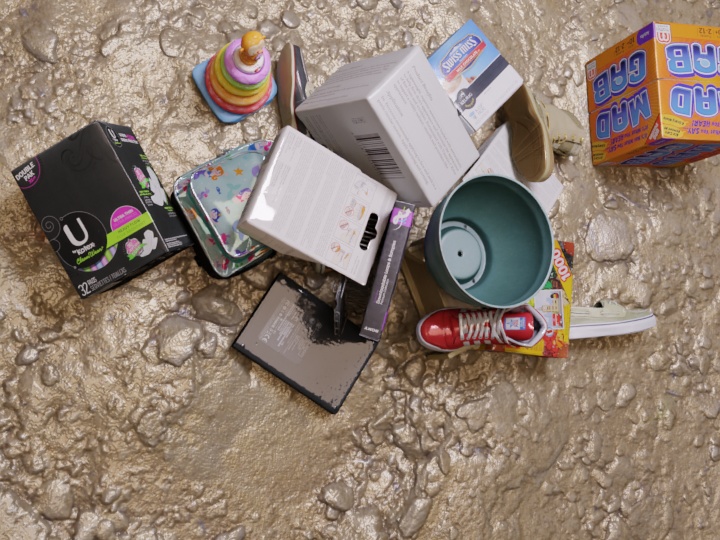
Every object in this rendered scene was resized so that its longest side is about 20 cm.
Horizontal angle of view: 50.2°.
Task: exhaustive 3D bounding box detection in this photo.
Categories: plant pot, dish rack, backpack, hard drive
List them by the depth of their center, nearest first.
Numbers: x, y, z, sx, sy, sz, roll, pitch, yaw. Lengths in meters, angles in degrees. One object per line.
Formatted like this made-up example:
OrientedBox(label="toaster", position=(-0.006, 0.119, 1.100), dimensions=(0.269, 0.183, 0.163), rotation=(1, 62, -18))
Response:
OrientedBox(label="backpack", position=(-0.169, -0.101, 1.167), dimensions=(0.199, 0.150, 0.179), rotation=(-29, 92, -23))
OrientedBox(label="plant pot", position=(0.178, -0.035, 1.189), dimensions=(0.199, 0.134, 0.202), rotation=(4, 80, -23))
OrientedBox(label="dish rack", position=(0.000, 0.000, 1.189), dimensions=(0.054, 0.154, 0.201), rotation=(12, 63, 7))
OrientedBox(label="hard drive", position=(-0.085, 0.117, 1.225), dimensions=(0.199, 0.033, 0.140), rotation=(36, 75, -11))

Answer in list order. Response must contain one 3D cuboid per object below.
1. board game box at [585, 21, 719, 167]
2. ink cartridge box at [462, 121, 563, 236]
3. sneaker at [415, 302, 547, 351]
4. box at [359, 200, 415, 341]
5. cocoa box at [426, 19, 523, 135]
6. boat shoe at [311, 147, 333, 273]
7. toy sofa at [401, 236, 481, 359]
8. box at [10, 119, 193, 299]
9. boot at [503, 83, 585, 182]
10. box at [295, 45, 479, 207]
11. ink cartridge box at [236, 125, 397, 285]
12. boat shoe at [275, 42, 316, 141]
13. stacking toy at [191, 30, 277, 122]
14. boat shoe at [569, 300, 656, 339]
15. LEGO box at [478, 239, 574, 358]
OrientedBox(label="board game box", position=(0.553, -0.308, 1.388), dimensions=(0.198, 0.200, 0.202), rotation=(-1, 85, -17))
OrientedBox(label="ink cartridge box", position=(0.255, -0.141, 1.319), dimensions=(0.162, 0.050, 0.200), rotation=(47, 52, -9))
OrientedBox(label="sneaker", position=(0.193, 0.088, 1.190), dimensions=(0.198, 0.112, 0.072), rotation=(-1, 83, -22))
OrientedBox(label="box", position=(0.040, 0.008, 1.152), dimensions=(0.036, 0.143, 0.202), rotation=(14, 83, 3))
OrientedBox(label="cocoa box", position=(0.138, -0.284, 1.251), dimensions=(0.131, 0.200, 0.133), rotation=(47, 71, -8))
OrientedBox(label="boat shoe", position=(-0.045, -0.094, 1.219), dimensions=(0.062, 0.075, 0.202), rotation=(-3, 107, -12))
OrientedBox(label="toy sofa", position=(0.133, 0.042, 1.278), dimensions=(0.097, 0.083, 0.201), rotation=(-22, 91, -24))
OrientedBox(label="box", position=(-0.360, -0.087, 1.087), dimensions=(0.148, 0.124, 0.201), rotation=(-28, 93, 6))
OrientedBox(label="boot", position=(0.332, -0.222, 1.339), dimensions=(0.155, 0.073, 0.201), rotation=(17, 49, -34))
OrientedBox(label="box", position=(0.040, -0.213, 1.182), dimensions=(0.131, 0.199, 0.200), rotation=(-47, 118, -23))
OrientedBox(label="ink cartridge box", position=(-0.059, -0.089, 1.111), dimensions=(0.199, 0.050, 0.162), rotation=(29, 68, -23))
OrientedBox(label="boat shoe", position=(-0.094, -0.266, 1.243), dimensions=(0.062, 0.071, 0.202), rotation=(-5, 88, -25))
OrientedBox(label="stacking toy", position=(-0.173, -0.309, 1.153), dimensions=(0.116, 0.200, 0.110), rotation=(-35, 95, -19))
OrientedBox(label="boat shoe", position=(0.439, 0.085, 1.379), dimensions=(0.198, 0.072, 0.063), rotation=(-6, 88, -16))
OrientedBox(label="LEGO box", position=(0.282, 0.045, 1.328), dimensions=(0.148, 0.077, 0.202), rotation=(7, 82, -17))
